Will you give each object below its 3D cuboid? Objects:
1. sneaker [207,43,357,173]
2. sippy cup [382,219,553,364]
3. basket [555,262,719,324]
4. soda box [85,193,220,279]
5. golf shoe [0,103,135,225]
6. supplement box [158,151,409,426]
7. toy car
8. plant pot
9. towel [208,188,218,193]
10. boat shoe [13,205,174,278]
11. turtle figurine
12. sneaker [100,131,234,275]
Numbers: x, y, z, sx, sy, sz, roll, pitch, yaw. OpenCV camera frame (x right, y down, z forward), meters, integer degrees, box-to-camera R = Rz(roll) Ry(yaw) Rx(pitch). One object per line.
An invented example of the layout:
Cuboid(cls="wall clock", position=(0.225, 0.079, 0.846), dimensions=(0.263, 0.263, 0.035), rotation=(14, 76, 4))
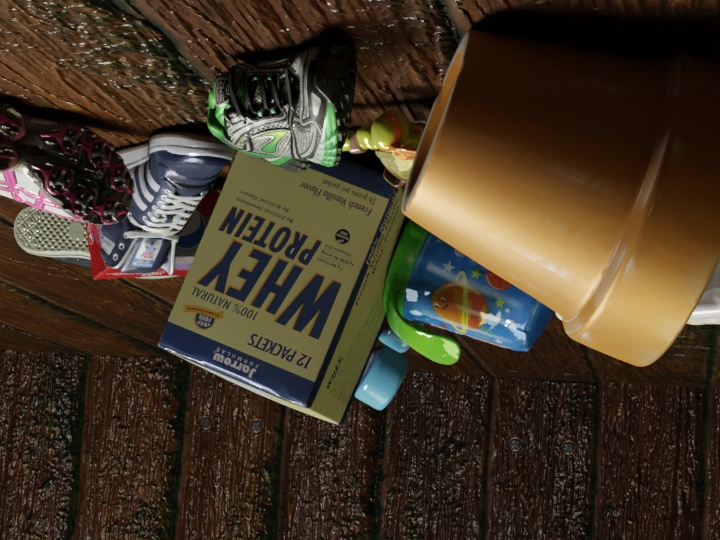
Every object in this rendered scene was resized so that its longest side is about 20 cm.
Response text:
Cuboid(cls="sneaker", position=(-0.057, -0.110, 1.320), dimensions=(0.085, 0.079, 0.200), rotation=(11, 169, -17))
Cuboid(cls="sippy cup", position=(0.106, 0.002, 1.650), dimensions=(0.130, 0.179, 0.140), rotation=(25, 176, 13))
Cuboid(cls="basket", position=(0.273, -0.022, 1.573), dimensions=(0.199, 0.137, 0.123), rotation=(-4, 171, 44))
Cuboid(cls="soda box", position=(-0.154, -0.034, 1.803), dimensions=(0.199, 0.064, 0.070), rotation=(-2, 165, -32))
Cuboid(cls="golf shoe", position=(-0.275, -0.093, 1.572), dimensions=(0.199, 0.073, 0.092), rotation=(26, 166, -39))
Cuboid(cls="supplement box", position=(-0.053, 0.009, 1.619), dimensions=(0.133, 0.201, 0.200), rotation=(21, 175, 11))
Cuboid(cls="toy car", position=(0.000, 0.000, 1.910), dimensions=(0.184, 0.177, 0.200), rotation=(31, 131, -5))
Cuboid(cls="plant pot", position=(0.132, -0.064, 1.226), dimensions=(0.182, 0.201, 0.200), rotation=(21, 170, -4))
Cuboid(cls="towel", position=(-0.253, -0.075, 1.828), dimensions=(0.199, 0.030, 0.146), rotation=(12, 170, -43))
Cuboid(cls="boat shoe", position=(-0.258, -0.033, 1.984), dimensions=(0.199, 0.075, 0.062), rotation=(7, 178, 15))
Cuboid(cls="turtle figurine", position=(0.056, -0.090, 1.441), dimensions=(0.199, 0.065, 0.161), rotation=(-1, 170, 31))
Cuboid(cls="sneaker", position=(-0.166, -0.055, 1.643), dimensions=(0.070, 0.109, 0.200), rotation=(8, 171, -30))
